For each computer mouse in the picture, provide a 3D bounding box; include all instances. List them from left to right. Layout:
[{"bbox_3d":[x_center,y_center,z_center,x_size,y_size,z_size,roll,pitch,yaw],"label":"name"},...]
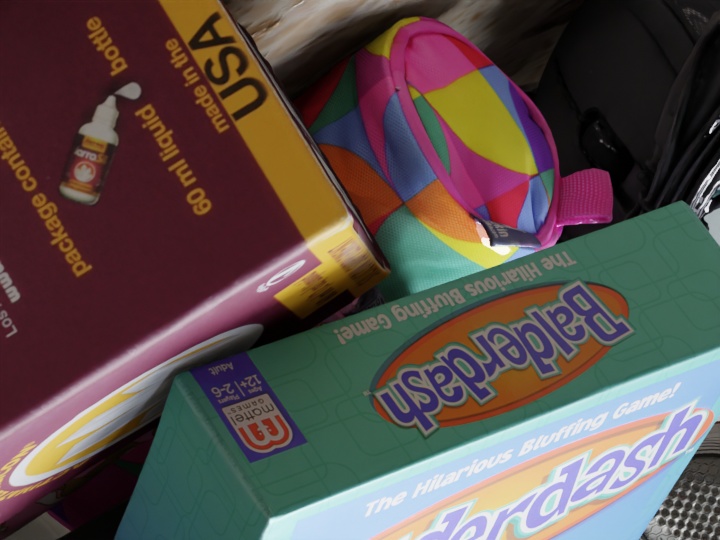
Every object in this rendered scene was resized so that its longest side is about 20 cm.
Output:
[{"bbox_3d":[0.088,-0.053,0.905,0.200,0.053,0.139,-82,-163,-71],"label":"computer mouse"}]

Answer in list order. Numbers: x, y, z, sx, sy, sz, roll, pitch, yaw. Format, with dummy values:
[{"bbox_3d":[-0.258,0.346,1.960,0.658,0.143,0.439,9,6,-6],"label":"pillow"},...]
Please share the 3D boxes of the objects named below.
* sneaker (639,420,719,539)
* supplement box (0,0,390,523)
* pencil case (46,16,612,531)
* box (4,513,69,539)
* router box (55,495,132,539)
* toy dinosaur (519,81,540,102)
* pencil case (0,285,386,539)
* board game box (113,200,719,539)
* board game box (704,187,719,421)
[{"bbox_3d":[0.055,0.117,0.882,0.200,0.078,0.082,-35,171,16],"label":"sneaker"},{"bbox_3d":[-0.101,0.013,0.636,0.200,0.086,0.110,-32,171,1],"label":"supplement box"},{"bbox_3d":[-0.025,0.007,0.865,0.200,0.088,0.088,-34,172,30],"label":"pencil case"},{"bbox_3d":[-0.116,0.212,1.051,0.171,0.199,0.200,-44,149,-9],"label":"box"},{"bbox_3d":[-0.035,0.092,0.868,0.157,0.052,0.200,-30,170,-10],"label":"router box"},{"bbox_3d":[0.000,0.000,0.999,0.200,0.102,0.136,-13,149,-14],"label":"toy dinosaur"},{"bbox_3d":[-0.092,0.031,0.780,0.200,0.087,0.083,-33,-171,10],"label":"pencil case"},{"bbox_3d":[0.002,0.078,0.717,0.152,0.045,0.200,-19,150,-31],"label":"board game box"},{"bbox_3d":[0.105,0.028,0.994,0.148,0.064,0.200,-78,-168,-70],"label":"board game box"}]
